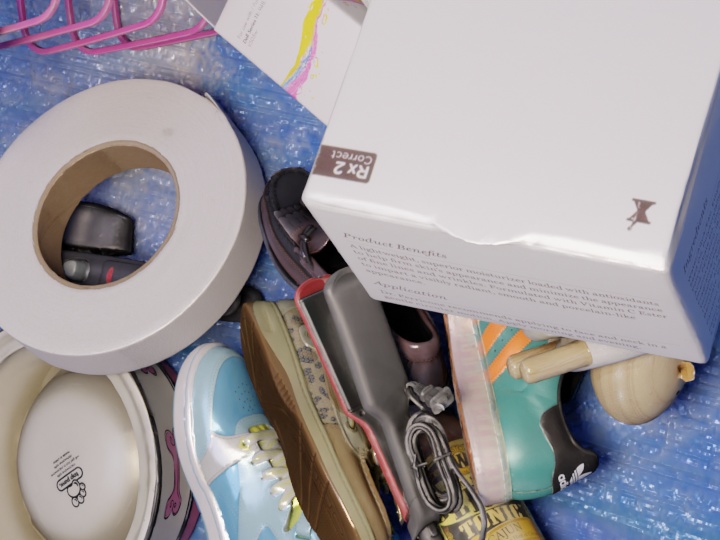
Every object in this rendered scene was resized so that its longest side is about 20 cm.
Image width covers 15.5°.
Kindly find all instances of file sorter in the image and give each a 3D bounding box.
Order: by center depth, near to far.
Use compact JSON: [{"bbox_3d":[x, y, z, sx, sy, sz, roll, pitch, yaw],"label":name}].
[{"bbox_3d":[-0.178,-0.206,1.693,0.139,0.200,0.125,-8,88,38],"label":"file sorter"}]

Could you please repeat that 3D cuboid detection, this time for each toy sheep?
[{"bbox_3d":[0.134,-0.011,1.485,0.138,0.138,0.200,-14,94,38],"label":"toy sheep"}]

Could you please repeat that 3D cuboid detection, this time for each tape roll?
[{"bbox_3d":[-0.158,-0.030,1.722,0.203,0.037,0.203,-10,62,19],"label":"tape roll"}]

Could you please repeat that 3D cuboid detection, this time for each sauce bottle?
[{"bbox_3d":[0.060,0.138,1.582,0.065,0.065,0.200,-48,58,28],"label":"sauce bottle"}]

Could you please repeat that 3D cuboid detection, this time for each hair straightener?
[{"bbox_3d":[0.023,0.091,1.519,0.077,0.041,0.200,-22,86,58],"label":"hair straightener"}]

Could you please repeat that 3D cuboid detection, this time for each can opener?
[{"bbox_3d":[-0.154,0.004,1.756,0.200,0.063,0.079,15,99,38],"label":"can opener"}]

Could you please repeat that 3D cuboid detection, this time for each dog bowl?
[{"bbox_3d":[-0.187,0.130,1.775,0.200,0.074,0.200,-1,89,38],"label":"dog bowl"}]

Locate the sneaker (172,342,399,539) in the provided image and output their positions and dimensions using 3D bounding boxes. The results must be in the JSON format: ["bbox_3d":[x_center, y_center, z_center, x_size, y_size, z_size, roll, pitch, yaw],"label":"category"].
[{"bbox_3d":[-0.039,0.134,1.658,0.131,0.080,0.200,-14,90,39],"label":"sneaker"}]

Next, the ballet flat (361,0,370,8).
[{"bbox_3d":[0.030,-0.185,1.556,0.072,0.072,0.200,-30,28,34],"label":"ballet flat"}]

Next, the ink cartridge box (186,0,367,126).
[{"bbox_3d":[-0.004,-0.141,1.603,0.200,0.117,0.067,41,115,30],"label":"ink cartridge box"}]

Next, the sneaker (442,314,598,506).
[{"bbox_3d":[0.092,0.042,1.566,0.080,0.071,0.200,-8,66,-1],"label":"sneaker"}]

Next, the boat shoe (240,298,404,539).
[{"bbox_3d":[-0.016,0.092,1.603,0.073,0.063,0.200,101,151,-52],"label":"boat shoe"}]

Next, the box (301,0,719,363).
[{"bbox_3d":[0.103,-0.079,1.383,0.199,0.131,0.200,11,70,21],"label":"box"}]

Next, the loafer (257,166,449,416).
[{"bbox_3d":[0.000,0.000,1.612,0.200,0.072,0.063,57,153,34],"label":"loafer"}]
